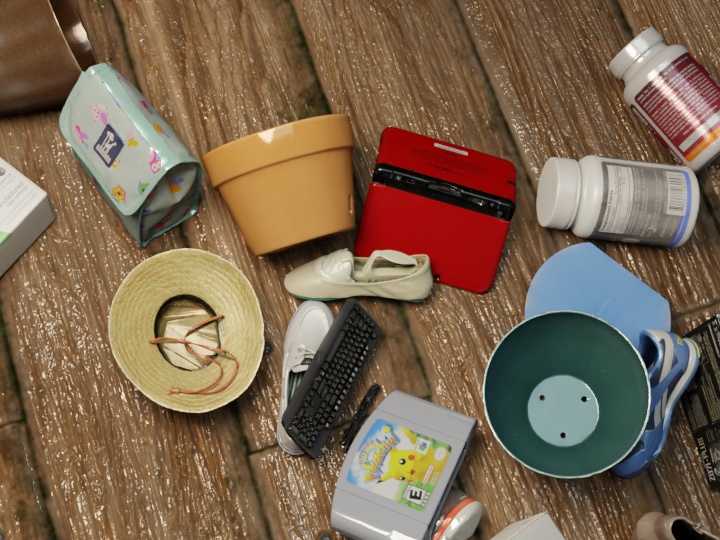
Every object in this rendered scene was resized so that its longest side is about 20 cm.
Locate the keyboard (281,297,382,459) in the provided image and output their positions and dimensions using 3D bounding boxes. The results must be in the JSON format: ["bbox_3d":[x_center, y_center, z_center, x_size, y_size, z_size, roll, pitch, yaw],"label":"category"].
[{"bbox_3d":[-0.020,0.147,1.309,0.127,0.020,0.201,52,53,-33],"label":"keyboard"}]

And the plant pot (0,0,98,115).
[{"bbox_3d":[-0.462,-0.277,1.356,0.198,0.187,0.189,-23,75,-1],"label":"plant pot"}]

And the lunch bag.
[{"bbox_3d":[-0.285,-0.148,1.312,0.121,0.200,0.171,-35,80,-18],"label":"lunch bag"}]

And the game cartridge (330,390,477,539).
[{"bbox_3d":[0.048,0.243,1.280,0.132,0.041,0.201,15,54,22],"label":"game cartridge"}]

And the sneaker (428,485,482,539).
[{"bbox_3d":[0.057,0.335,1.278,0.199,0.078,0.082,-36,57,-22],"label":"sneaker"}]

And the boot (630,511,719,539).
[{"bbox_3d":[0.416,0.365,1.270,0.198,0.146,0.071,31,67,2],"label":"boot"}]

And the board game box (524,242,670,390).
[{"bbox_3d":[0.315,0.067,1.416,0.199,0.039,0.159,37,79,5],"label":"board game box"}]

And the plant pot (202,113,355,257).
[{"bbox_3d":[-0.089,-0.103,1.341,0.198,0.200,0.142,-16,90,-14],"label":"plant pot"}]

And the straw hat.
[{"bbox_3d":[-0.215,0.081,1.305,0.198,0.085,0.204,2,76,-8],"label":"straw hat"}]

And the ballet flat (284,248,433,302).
[{"bbox_3d":[0.000,0.000,1.372,0.197,0.070,0.070,1,71,-10],"label":"ballet flat"}]

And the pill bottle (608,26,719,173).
[{"bbox_3d":[0.454,-0.247,1.506,0.112,0.113,0.201,-36,80,-18],"label":"pill bottle"}]

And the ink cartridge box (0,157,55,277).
[{"bbox_3d":[-0.511,-0.088,1.317,0.199,0.084,0.146,36,69,5],"label":"ink cartridge box"}]

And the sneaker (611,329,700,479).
[{"bbox_3d":[0.358,0.167,1.346,0.082,0.074,0.202,26,83,-25],"label":"sneaker"}]

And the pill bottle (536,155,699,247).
[{"bbox_3d":[0.350,-0.097,1.438,0.197,0.114,0.115,6,70,-6],"label":"pill bottle"}]

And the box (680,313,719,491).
[{"bbox_3d":[0.489,0.165,1.342,0.085,0.164,0.203,-10,72,-12],"label":"box"}]

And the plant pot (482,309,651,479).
[{"bbox_3d":[0.254,0.165,1.310,0.197,0.135,0.203,-3,72,8],"label":"plant pot"}]

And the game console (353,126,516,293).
[{"bbox_3d":[0.104,-0.087,1.448,0.197,0.120,0.173,16,38,-4],"label":"game console"}]

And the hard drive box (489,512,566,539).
[{"bbox_3d":[0.141,0.375,1.220,0.199,0.156,0.077,-32,78,-17],"label":"hard drive box"}]

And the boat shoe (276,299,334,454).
[{"bbox_3d":[-0.062,0.129,1.321,0.072,0.067,0.203,6,70,-7],"label":"boat shoe"}]
